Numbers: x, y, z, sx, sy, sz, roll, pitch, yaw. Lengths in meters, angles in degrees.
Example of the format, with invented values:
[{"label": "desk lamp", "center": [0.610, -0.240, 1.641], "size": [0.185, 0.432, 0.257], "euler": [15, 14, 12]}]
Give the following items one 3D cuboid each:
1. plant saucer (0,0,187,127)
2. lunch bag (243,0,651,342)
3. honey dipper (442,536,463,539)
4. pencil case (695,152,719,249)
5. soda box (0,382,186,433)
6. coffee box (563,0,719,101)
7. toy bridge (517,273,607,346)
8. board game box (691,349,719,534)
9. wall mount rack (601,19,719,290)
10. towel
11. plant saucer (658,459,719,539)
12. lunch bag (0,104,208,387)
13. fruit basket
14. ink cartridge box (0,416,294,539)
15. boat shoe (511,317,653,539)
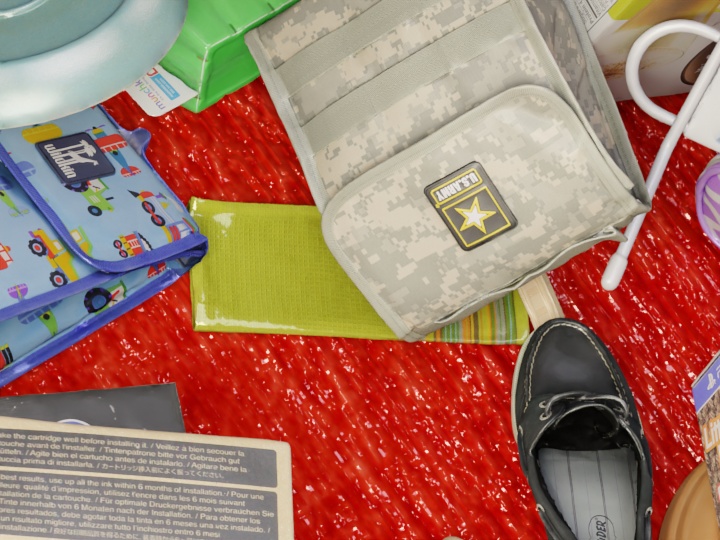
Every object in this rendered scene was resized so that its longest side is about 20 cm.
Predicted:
[{"label": "plant saucer", "center": [-0.196, -0.150, 1.629], "size": [0.200, 0.027, 0.200], "euler": [-4, 42, 3]}, {"label": "lunch bag", "center": [0.053, -0.078, 1.647], "size": [0.118, 0.164, 0.200], "euler": [14, 50, -63]}, {"label": "honey dipper", "center": [-0.006, 0.216, 1.571], "size": [0.038, 0.038, 0.200], "euler": [44, 60, 9]}, {"label": "pencil case", "center": [0.282, -0.083, 1.797], "size": [0.085, 0.084, 0.200], "euler": [25, 55, 25]}, {"label": "soda box", "center": [-0.191, 0.109, 1.557], "size": [0.200, 0.063, 0.071], "euler": [-4, 64, -19]}, {"label": "coffee box", "center": [0.173, -0.233, 1.760], "size": [0.200, 0.198, 0.200], "euler": [-10, 64, -40]}, {"label": "toy bridge", "center": [0.107, -0.034, 1.734], "size": [0.067, 0.027, 0.200], "euler": [22, 52, -38]}, {"label": "board game box", "center": [0.287, 0.131, 1.628], "size": [0.159, 0.097, 0.200], "euler": [0, 62, -17]}, {"label": "wall mount rack", "center": [0.230, -0.050, 1.687], "size": [0.200, 0.174, 0.075], "euler": [25, 24, -4]}, {"label": "towel", "center": [0.000, 0.000, 1.705], "size": [0.200, 0.018, 0.086], "euler": [3, 60, -15]}, {"label": "plant saucer", "center": [0.266, 0.176, 1.676], "size": [0.200, 0.037, 0.200], "euler": [7, 59, -13]}, {"label": "lunch bag", "center": [-0.190, -0.032, 1.635], "size": [0.200, 0.094, 0.151], "euler": [-28, 69, -40]}, {"label": "fruit basket", "center": [-0.116, -0.189, 1.749], "size": [0.185, 0.094, 0.200], "euler": [-34, 60, -30]}, {"label": "ink cartridge box", "center": [-0.134, 0.150, 1.471], "size": [0.165, 0.200, 0.075], "euler": [7, 60, -14]}, {"label": "boat shoe", "center": [0.122, 0.100, 1.605], "size": [0.074, 0.066, 0.199], "euler": [3, 55, -2]}]
